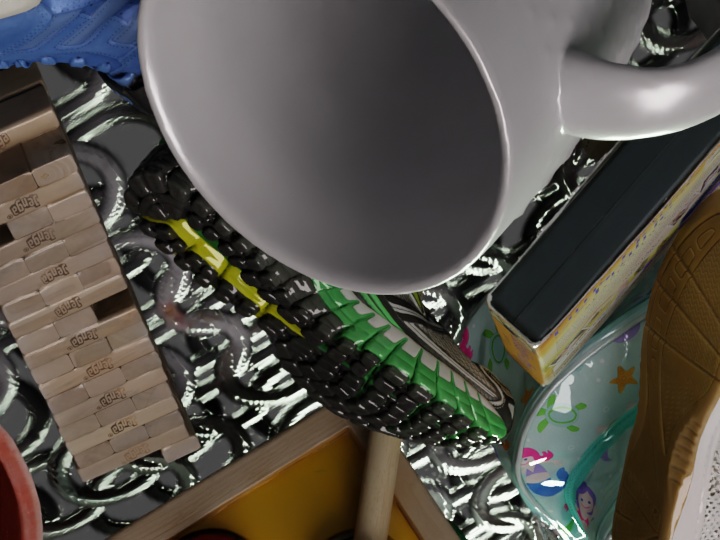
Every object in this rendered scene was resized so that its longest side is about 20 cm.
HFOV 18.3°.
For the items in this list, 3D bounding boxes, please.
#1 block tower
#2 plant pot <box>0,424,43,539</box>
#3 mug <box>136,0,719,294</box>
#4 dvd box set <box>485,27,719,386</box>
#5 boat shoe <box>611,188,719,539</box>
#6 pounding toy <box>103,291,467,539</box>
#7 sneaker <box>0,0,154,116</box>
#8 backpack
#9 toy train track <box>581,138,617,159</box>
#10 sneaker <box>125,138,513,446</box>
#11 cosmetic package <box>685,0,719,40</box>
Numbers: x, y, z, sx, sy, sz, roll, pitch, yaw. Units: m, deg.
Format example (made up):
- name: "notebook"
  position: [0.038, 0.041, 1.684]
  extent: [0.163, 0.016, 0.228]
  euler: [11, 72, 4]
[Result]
- name: "block tower"
  position: [-0.125, 0.008, 0.944]
  extent: [0.057, 0.054, 0.201]
  euler: [-23, 136, -3]
- name: "plant pot"
  position: [-0.233, 0.050, 0.819]
  extent: [0.199, 0.196, 0.202]
  euler: [-11, 128, -15]
- name: "mug"
  position: [0.051, -0.095, 0.780]
  extent: [0.175, 0.199, 0.149]
  euler: [-47, 141, -42]
- name: "dvd box set"
  position: [0.110, -0.022, 0.893]
  extent: [0.147, 0.029, 0.200]
  euler: [-49, 171, -1]
- name: "boat shoe"
  position: [0.159, 0.055, 0.946]
  extent: [0.069, 0.071, 0.201]
  euler: [-1, 123, -18]
- name: "pounding toy"
  position: [-0.016, 0.141, 1.017]
  extent: [0.199, 0.185, 0.142]
  euler: [-30, 166, -17]
- name: "sneaker"
  position: [-0.110, -0.088, 0.843]
  extent: [0.199, 0.077, 0.112]
  euler: [-30, 127, -6]
- name: "backpack"
  position: [0.148, 0.064, 1.070]
  extent: [0.177, 0.151, 0.200]
  euler: [-33, 131, 6]
- name: "toy train track"
  position: [0.189, -0.074, 1.033]
  extent: [0.198, 0.033, 0.115]
  euler: [-5, 131, -25]
- name: "sneaker"
  position: [0.000, 0.000, 0.928]
  extent: [0.200, 0.078, 0.085]
  euler: [47, 63, -23]
- name: "cosmetic package"
  position: [0.196, -0.137, 0.858]
  extent: [0.122, 0.200, 0.200]
  euler: [-29, 137, 2]
